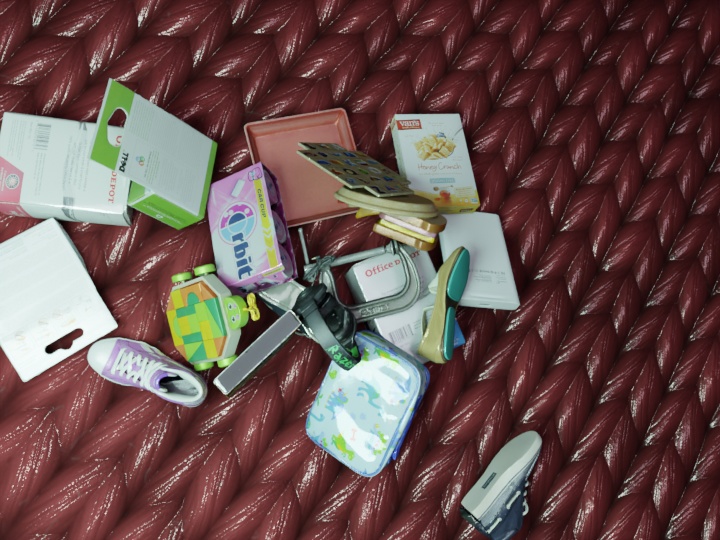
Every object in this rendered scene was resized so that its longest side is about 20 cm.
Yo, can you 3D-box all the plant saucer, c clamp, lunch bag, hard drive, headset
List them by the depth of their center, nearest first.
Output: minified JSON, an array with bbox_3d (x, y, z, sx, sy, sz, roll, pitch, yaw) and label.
[{"bbox_3d":[-0.046,0.058,0.868,0.093,0.201,0.124,-37,133,5],"label":"headset"},{"bbox_3d":[0.013,0.214,0.921,0.158,0.082,0.204,26,96,20],"label":"lunch bag"},{"bbox_3d":[0.000,0.000,0.952,0.195,0.027,0.175,-8,84,1],"label":"c clamp"},{"bbox_3d":[-0.098,-0.185,1.047,0.196,0.037,0.204,-14,82,-18],"label":"plant saucer"},{"bbox_3d":[0.216,-0.025,1.062,0.129,0.027,0.204,5,56,-14],"label":"hard drive"}]

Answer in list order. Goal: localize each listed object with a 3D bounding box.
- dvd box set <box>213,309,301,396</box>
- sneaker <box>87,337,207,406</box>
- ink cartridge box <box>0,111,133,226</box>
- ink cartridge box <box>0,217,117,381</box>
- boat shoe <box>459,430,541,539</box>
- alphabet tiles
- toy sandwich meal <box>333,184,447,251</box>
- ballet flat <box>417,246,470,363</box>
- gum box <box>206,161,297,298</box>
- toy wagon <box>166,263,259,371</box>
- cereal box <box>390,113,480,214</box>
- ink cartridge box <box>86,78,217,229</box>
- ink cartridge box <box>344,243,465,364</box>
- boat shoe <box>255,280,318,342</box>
[{"bbox_3d":[-0.160,0.135,0.878,0.029,0.200,0.146,46,71,2],"label":"dvd box set"},{"bbox_3d":[-0.329,0.152,0.877,0.196,0.114,0.074,21,76,-8],"label":"sneaker"},{"bbox_3d":[-0.468,-0.158,0.920,0.195,0.083,0.150,5,77,-13],"label":"ink cartridge box"},{"bbox_3d":[-0.503,0.043,0.897,0.161,0.050,0.203,-32,96,-19],"label":"ink cartridge box"},{"bbox_3d":[0.270,0.388,1.012,0.200,0.075,0.093,-43,98,-11],"label":"boat shoe"},{"bbox_3d":[-0.009,-0.174,0.964,0.199,0.006,0.165,37,30,29],"label":"alphabet tiles"},{"bbox_3d":[0.048,-0.093,0.962,0.200,0.205,0.072,7,105,-13],"label":"toy sandwich meal"},{"bbox_3d":[0.136,0.052,0.957,0.068,0.062,0.204,38,61,-51],"label":"ballet flat"},{"bbox_3d":[-0.181,-0.060,0.937,0.111,0.066,0.204,-20,68,13],"label":"gum box"},{"bbox_3d":[-0.232,0.072,0.880,0.039,0.197,0.159,-15,90,-49],"label":"toy wagon"},{"bbox_3d":[0.143,-0.208,1.099,0.140,0.040,0.205,-5,72,-16],"label":"cereal box"},{"bbox_3d":[-0.336,-0.178,0.899,0.198,0.075,0.151,29,56,-44],"label":"ink cartridge box"},{"bbox_3d":[0.076,0.066,1.015,0.142,0.084,0.204,-21,85,-17],"label":"ink cartridge box"},{"bbox_3d":[-0.098,0.071,0.981,0.197,0.062,0.076,30,75,-4],"label":"boat shoe"}]
